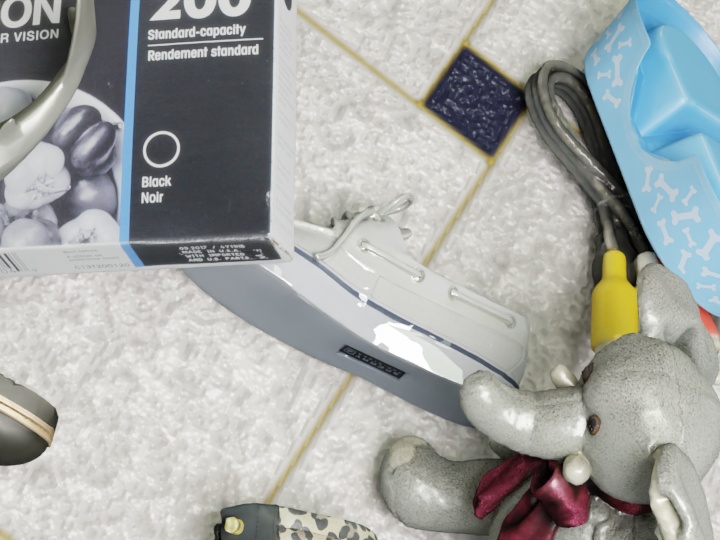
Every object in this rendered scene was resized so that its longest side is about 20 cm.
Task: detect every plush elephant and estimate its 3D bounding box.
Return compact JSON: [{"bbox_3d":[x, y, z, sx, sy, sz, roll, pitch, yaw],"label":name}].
[{"bbox_3d":[0.103,0.093,0.775,0.197,0.156,0.166,-1,38,4],"label":"plush elephant"}]

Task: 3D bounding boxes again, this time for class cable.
[{"bbox_3d":[0.151,-0.026,0.944,0.096,0.050,0.202,0,70,-27],"label":"cable"}]

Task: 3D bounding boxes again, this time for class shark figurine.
[{"bbox_3d":[-0.206,-0.058,0.769,0.212,0.090,0.130,-16,69,9],"label":"shark figurine"}]

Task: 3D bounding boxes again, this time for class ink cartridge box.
[{"bbox_3d":[-0.129,-0.097,0.837,0.196,0.043,0.202,-3,69,9],"label":"ink cartridge box"}]

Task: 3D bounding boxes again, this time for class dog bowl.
[{"bbox_3d":[0.181,-0.062,0.940,0.111,0.049,0.202,22,42,-45],"label":"dog bowl"}]

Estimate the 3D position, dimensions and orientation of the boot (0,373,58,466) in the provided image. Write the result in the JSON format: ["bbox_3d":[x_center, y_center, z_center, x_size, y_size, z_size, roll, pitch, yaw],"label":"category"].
[{"bbox_3d":[-0.245,0.092,0.759,0.198,0.078,0.140,15,70,0],"label":"boot"}]

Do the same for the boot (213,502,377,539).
[{"bbox_3d":[-0.078,0.184,0.781,0.201,0.073,0.156,11,64,-20],"label":"boot"}]

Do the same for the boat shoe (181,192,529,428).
[{"bbox_3d":[0.002,-0.001,0.875,0.200,0.075,0.087,27,64,-11],"label":"boat shoe"}]
